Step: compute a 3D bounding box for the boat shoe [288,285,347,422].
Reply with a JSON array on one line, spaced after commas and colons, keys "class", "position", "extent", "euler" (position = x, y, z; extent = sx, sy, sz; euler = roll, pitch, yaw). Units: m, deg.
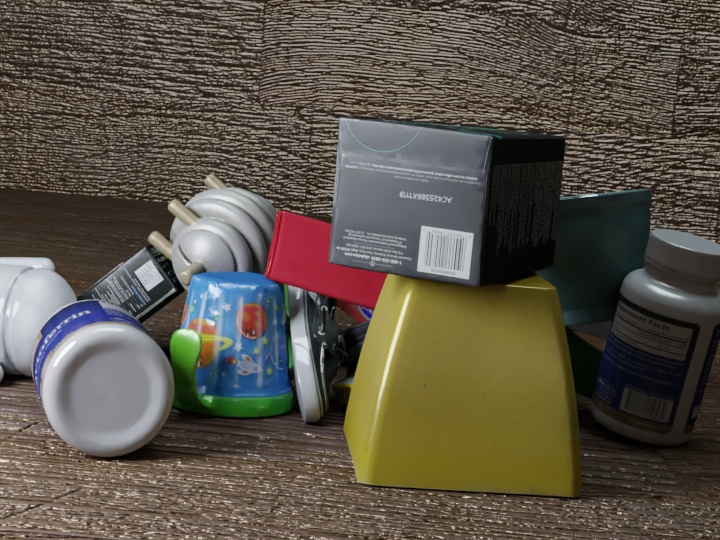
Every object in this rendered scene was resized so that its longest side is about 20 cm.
[{"class": "boat shoe", "position": [-0.043, 0.071, 1.520], "extent": [0.056, 0.069, 0.201], "euler": [-6, 42, -2]}]

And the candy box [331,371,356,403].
[{"class": "candy box", "position": [0.070, 0.084, 1.543], "extent": [0.198, 0.027, 0.102], "euler": [-28, 2, -16]}]

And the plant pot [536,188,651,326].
[{"class": "plant pot", "position": [0.218, -0.011, 1.587], "extent": [0.197, 0.136, 0.200], "euler": [-7, 2, 0]}]

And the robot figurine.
[{"class": "robot figurine", "position": [-0.381, 0.050, 1.561], "extent": [0.197, 0.114, 0.171], "euler": [5, 50, 13]}]

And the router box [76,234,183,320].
[{"class": "router box", "position": [-0.263, 0.029, 1.698], "extent": [0.149, 0.062, 0.200], "euler": [-37, 2, 8]}]

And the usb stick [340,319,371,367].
[{"class": "usb stick", "position": [0.028, 0.066, 1.523], "extent": [0.055, 0.033, 0.199], "euler": [18, -24, -28]}]

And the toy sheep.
[{"class": "toy sheep", "position": [-0.151, -0.028, 1.623], "extent": [0.136, 0.140, 0.200], "euler": [8, 28, 23]}]

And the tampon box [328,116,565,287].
[{"class": "tampon box", "position": [0.081, -0.065, 1.330], "extent": [0.148, 0.128, 0.199], "euler": [9, 8, 25]}]

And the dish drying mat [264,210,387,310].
[{"class": "dish drying mat", "position": [0.000, 0.000, 1.532], "extent": [0.197, 0.078, 0.018], "euler": [17, -25, -17]}]

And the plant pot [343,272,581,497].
[{"class": "plant pot", "position": [0.096, 0.088, 1.356], "extent": [0.197, 0.179, 0.200], "euler": [5, 8, -5]}]

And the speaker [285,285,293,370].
[{"class": "speaker", "position": [-0.111, 0.031, 1.718], "extent": [0.087, 0.089, 0.201], "euler": [3, 36, -11]}]

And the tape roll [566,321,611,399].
[{"class": "tape roll", "position": [0.283, 0.088, 1.695], "extent": [0.198, 0.049, 0.201], "euler": [17, 25, -8]}]

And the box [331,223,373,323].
[{"class": "box", "position": [0.033, 0.022, 1.789], "extent": [0.199, 0.103, 0.095], "euler": [36, 7, -4]}]

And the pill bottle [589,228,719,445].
[{"class": "pill bottle", "position": [0.309, 0.066, 1.513], "extent": [0.109, 0.203, 0.111], "euler": [12, 15, -3]}]

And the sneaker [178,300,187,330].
[{"class": "sneaker", "position": [-0.174, 0.051, 1.783], "extent": [0.073, 0.090, 0.200], "euler": [11, 7, 0]}]

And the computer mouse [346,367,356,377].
[{"class": "computer mouse", "position": [0.060, 0.069, 1.611], "extent": [0.058, 0.200, 0.034], "euler": [24, 33, -40]}]

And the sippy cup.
[{"class": "sippy cup", "position": [-0.129, 0.071, 1.515], "extent": [0.137, 0.132, 0.178], "euler": [4, 7, -11]}]

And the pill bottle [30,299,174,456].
[{"class": "pill bottle", "position": [-0.241, 0.090, 1.355], "extent": [0.114, 0.118, 0.200], "euler": [2, 7, -18]}]
